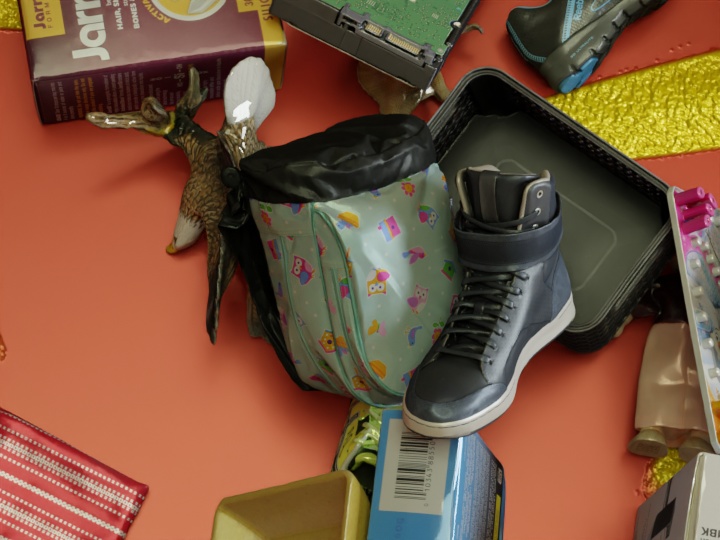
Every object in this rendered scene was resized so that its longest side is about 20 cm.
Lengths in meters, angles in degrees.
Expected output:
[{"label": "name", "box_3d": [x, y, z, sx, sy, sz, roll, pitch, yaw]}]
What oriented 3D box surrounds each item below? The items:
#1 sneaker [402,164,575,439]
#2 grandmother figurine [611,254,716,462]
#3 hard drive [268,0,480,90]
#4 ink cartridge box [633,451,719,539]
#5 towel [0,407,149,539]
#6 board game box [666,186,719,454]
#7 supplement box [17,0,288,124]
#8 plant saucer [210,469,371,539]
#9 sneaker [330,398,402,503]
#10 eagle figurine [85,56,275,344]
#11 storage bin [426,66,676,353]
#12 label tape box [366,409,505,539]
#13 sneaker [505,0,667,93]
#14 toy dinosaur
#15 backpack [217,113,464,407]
[{"label": "sneaker", "box_3d": [0.081, 0.011, 1.425, 0.077, 0.146, 0.202, 10, 36, 27]}, {"label": "grandmother figurine", "box_3d": [0.250, 0.047, 1.623, 0.121, 0.061, 0.200, 13, 70, -1]}, {"label": "hard drive", "box_3d": [0.026, -0.231, 1.641, 0.140, 0.038, 0.200, 26, 40, 2]}, {"label": "ink cartridge box", "box_3d": [0.285, 0.202, 1.501, 0.144, 0.200, 0.084, 11, 73, -2]}, {"label": "towel", "box_3d": [-0.267, 0.214, 1.545, 0.145, 0.022, 0.200, 28, 73, 3]}, {"label": "board game box", "box_3d": [0.297, 0.047, 1.563, 0.026, 0.200, 0.200, -17, 71, 29]}, {"label": "supplement box", "box_3d": [-0.167, -0.204, 1.639, 0.200, 0.103, 0.131, -10, 75, -7]}, {"label": "plant saucer", "box_3d": [-0.050, 0.254, 1.479, 0.048, 0.200, 0.200, 16, 70, -29]}, {"label": "sneaker", "box_3d": [0.021, 0.129, 1.566, 0.075, 0.076, 0.200, 13, 70, 1]}, {"label": "eagle figurine", "box_3d": [-0.100, -0.047, 1.590, 0.152, 0.151, 0.200, -26, 66, -22]}, {"label": "storage bin", "box_3d": [0.135, -0.045, 1.597, 0.200, 0.094, 0.135, 36, 86, 16]}, {"label": "label tape box", "box_3d": [0.058, 0.193, 1.497, 0.066, 0.200, 0.143, 2, 73, 13]}, {"label": "sneaker", "box_3d": [0.206, -0.237, 1.697, 0.200, 0.073, 0.082, -42, 79, -16]}, {"label": "toy dinosaur", "box_3d": [0.044, -0.151, 1.676, 0.101, 0.058, 0.200, 5, 64, 12]}, {"label": "backpack", "box_3d": [0.000, 0.000, 1.496, 0.167, 0.127, 0.200, -19, 107, -32]}]
